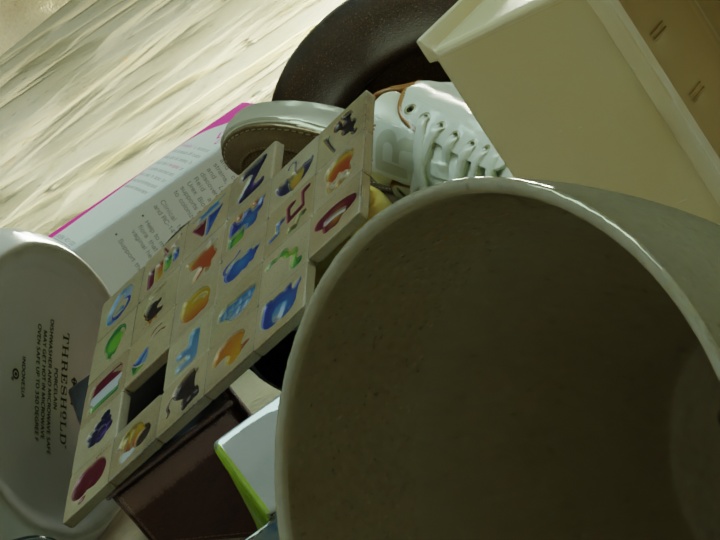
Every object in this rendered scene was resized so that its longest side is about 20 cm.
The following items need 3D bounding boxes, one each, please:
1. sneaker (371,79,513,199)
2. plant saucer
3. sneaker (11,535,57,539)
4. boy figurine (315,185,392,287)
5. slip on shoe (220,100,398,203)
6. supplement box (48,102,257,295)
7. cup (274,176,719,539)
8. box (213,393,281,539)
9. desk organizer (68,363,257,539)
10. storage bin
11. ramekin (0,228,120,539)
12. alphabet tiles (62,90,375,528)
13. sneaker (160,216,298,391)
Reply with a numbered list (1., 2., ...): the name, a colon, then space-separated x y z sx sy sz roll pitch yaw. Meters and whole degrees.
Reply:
1. sneaker: 0.045 -0.041 1.240 0.085 0.073 0.200 5 15 -12
2. plant saucer: 0.052 -0.084 1.455 0.200 0.200 0.032 -30 49 14
3. sneaker: -0.208 0.203 1.261 0.200 0.075 0.079 -36 -3 -28
4. boy figurine: 0.000 0.000 1.266 0.064 0.124 0.200 -41 44 -18
5. slip on shoe: 0.012 -0.026 1.361 0.061 0.200 0.076 -60 -18 -26
6. supplement box: -0.115 -0.010 1.692 0.200 0.103 0.101 -36 13 -9
7. cup: 0.091 0.066 0.827 0.143 0.200 0.200 -8 -6 -42
8. box: 0.022 0.062 1.123 0.200 0.048 0.122 -35 -23 -7
9. desk organizer: -0.082 0.089 1.318 0.072 0.077 0.200 -38 15 -2
10. storage bin: 0.150 -0.067 1.076 0.094 0.200 0.199 -23 16 43
11. ramekin: -0.195 0.068 1.419 0.094 0.202 0.202 -11 23 30
12. alphabet tiles: -0.062 0.007 1.237 0.200 0.008 0.167 -42 24 27
13. sneaker: -0.013 0.030 1.409 0.200 0.115 0.076 -1 -47 -54
